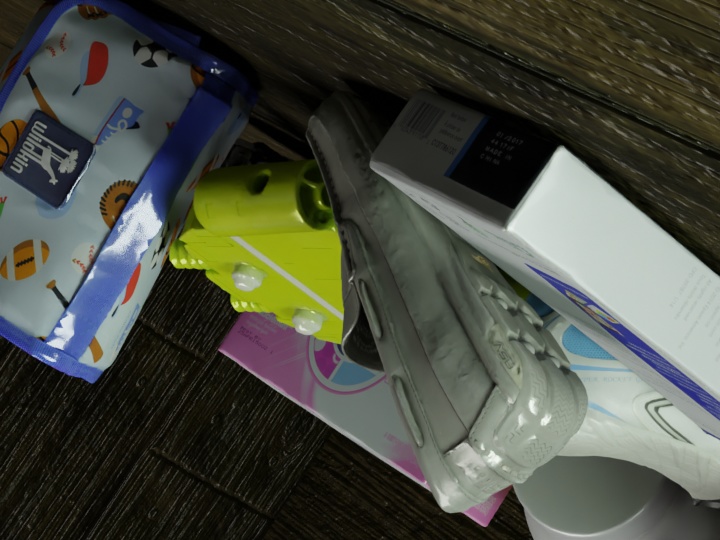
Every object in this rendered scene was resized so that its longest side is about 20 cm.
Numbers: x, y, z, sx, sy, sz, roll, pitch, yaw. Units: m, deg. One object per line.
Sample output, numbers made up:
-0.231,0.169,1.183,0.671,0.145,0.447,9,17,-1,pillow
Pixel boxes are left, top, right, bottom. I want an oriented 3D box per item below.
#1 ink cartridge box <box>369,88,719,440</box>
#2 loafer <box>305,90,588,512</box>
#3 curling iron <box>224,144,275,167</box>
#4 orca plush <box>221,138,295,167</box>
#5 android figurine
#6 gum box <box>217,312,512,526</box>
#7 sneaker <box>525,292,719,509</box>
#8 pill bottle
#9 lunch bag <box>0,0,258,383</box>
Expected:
0.100,0.011,0.840,0.200,0.039,0.099,38,175,-32,ink cartridge box
0.017,0.006,0.893,0.070,0.070,0.200,33,-159,-40,loafer
0.005,-0.021,1.161,0.199,0.026,0.050,24,-178,30,curling iron
-0.054,-0.027,1.268,0.199,0.071,0.105,26,178,21,orca plush
0.000,0.000,1.053,0.199,0.041,0.182,1,154,40,android figurine
0.020,0.042,1.302,0.200,0.114,0.066,29,174,44,gum box
0.140,0.058,0.976,0.199,0.073,0.072,21,163,-38,sneaker
0.151,0.121,1.208,0.112,0.113,0.200,31,175,33,pill bottle
-0.137,-0.045,1.158,0.123,0.171,0.200,31,179,-23,lunch bag
